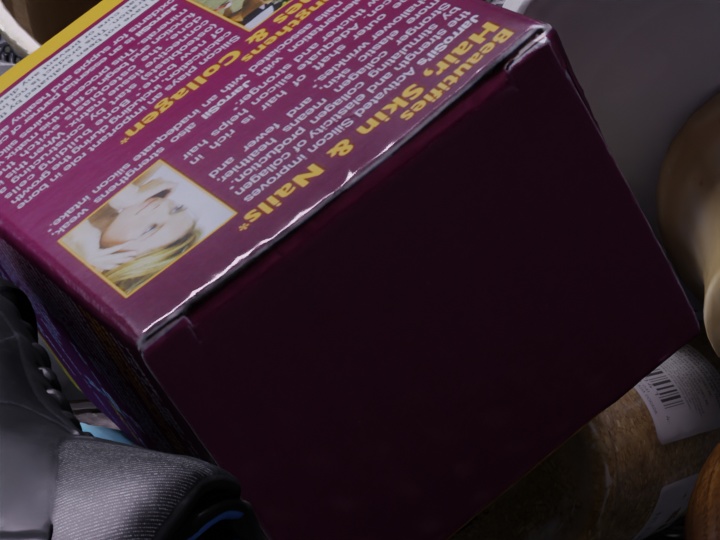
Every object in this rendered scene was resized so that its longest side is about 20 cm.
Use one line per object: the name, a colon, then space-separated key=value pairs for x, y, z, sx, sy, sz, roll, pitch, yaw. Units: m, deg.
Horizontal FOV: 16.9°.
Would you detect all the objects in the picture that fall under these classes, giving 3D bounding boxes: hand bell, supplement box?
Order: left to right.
supplement box: x=-0.022 y=-0.012 z=0.673 sx=0.131 sy=0.103 sz=0.200 roll=-37 pitch=29 yaw=-11
hand bell: x=0.119 y=0.033 z=0.686 sx=0.104 sy=0.104 sz=0.200 roll=1 pitch=31 yaw=18

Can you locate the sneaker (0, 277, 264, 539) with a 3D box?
sneaker: x=-0.074 y=0.057 z=0.583 sx=0.111 sy=0.073 sz=0.200 roll=4 pitch=20 yaw=5

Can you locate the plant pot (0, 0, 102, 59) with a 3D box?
plant pot: x=-0.044 y=-0.086 z=0.976 sx=0.200 sy=0.201 sz=0.184 roll=0 pitch=-35 yaw=4

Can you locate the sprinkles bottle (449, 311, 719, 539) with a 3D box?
sprinkles bottle: x=0.079 y=0.052 z=0.758 sx=0.068 sy=0.069 sz=0.200 roll=1 pitch=3 yaw=25

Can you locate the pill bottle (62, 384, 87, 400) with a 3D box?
pill bottle: x=-0.153 y=0.008 z=1.014 sx=0.112 sy=0.113 sz=0.200 roll=-1 pitch=19 yaw=-12

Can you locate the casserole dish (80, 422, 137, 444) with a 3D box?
casserole dish: x=-0.162 y=0.070 z=0.712 sx=0.199 sy=0.039 sz=0.121 roll=0 pitch=4 yaw=-16

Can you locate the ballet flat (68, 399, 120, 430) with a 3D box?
ballet flat: x=-0.095 y=0.067 z=0.825 sx=0.199 sy=0.047 sz=0.067 roll=-6 pitch=1 yaw=-14

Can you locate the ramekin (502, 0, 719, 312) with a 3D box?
ramekin: x=0.141 y=-0.080 z=0.798 sx=0.201 sy=0.095 sz=0.203 roll=4 pitch=-39 yaw=3

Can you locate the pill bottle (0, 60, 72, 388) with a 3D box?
pill bottle: x=-0.182 y=-0.033 z=0.875 sx=0.199 sy=0.114 sz=0.113 roll=18 pitch=11 yaw=28
